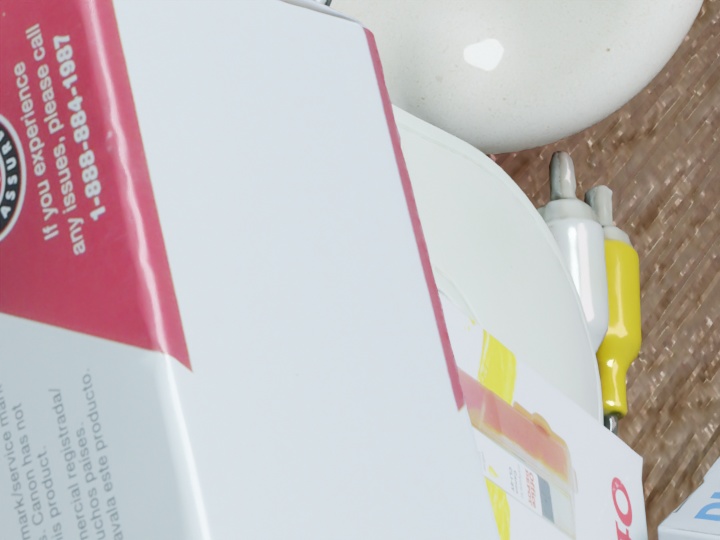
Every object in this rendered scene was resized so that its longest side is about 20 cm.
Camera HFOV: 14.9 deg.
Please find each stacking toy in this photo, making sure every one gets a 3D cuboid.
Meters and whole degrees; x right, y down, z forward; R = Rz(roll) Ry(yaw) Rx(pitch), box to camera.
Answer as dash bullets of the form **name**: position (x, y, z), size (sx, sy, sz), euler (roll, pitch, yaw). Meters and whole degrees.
- **stacking toy**: position (0.057, -0.120, 0.871), size (0.146, 0.146, 0.200), euler (62, 20, -1)

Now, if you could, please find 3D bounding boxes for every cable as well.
- **cable**: position (0.061, 0.062, 0.803), size (0.097, 0.050, 0.200), euler (5, 64, -46)

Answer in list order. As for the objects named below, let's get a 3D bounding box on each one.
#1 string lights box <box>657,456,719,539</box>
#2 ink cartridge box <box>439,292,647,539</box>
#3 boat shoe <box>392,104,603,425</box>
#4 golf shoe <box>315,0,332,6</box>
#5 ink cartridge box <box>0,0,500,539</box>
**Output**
- **string lights box**: position (0.129, 0.140, 0.756), size (0.103, 0.059, 0.200), euler (-39, 129, -54)
- **ink cartridge box**: position (-0.006, 0.080, 0.646), size (0.200, 0.083, 0.145), euler (39, 41, -48)
- **boat shoe**: position (0.000, 0.000, 0.724), size (0.200, 0.062, 0.073), euler (39, 41, -47)
- **golf shoe**: position (-0.075, -0.106, 0.724), size (0.097, 0.078, 0.200), euler (-31, 92, -49)
- **ink cartridge box**: position (-0.082, 0.050, 0.505), size (0.083, 0.200, 0.146), euler (10, 61, -51)
